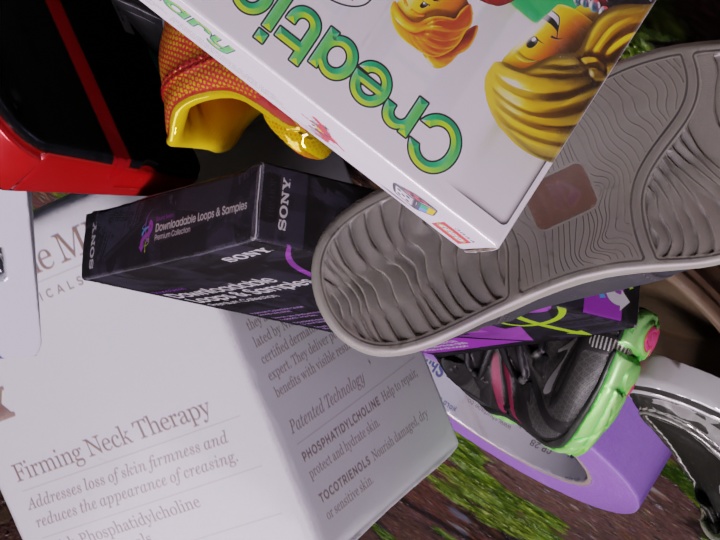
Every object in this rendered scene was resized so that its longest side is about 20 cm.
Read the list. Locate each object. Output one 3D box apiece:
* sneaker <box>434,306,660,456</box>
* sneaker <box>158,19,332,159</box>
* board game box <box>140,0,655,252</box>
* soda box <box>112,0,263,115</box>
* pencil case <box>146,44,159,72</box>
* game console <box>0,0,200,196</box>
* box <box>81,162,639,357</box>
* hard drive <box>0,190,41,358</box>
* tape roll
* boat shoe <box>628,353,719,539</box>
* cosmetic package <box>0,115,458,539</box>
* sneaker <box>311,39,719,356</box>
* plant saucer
[{"bbox_3d":[0.077,0.038,1.036,0.084,0.077,0.200,33,167,-16],"label":"sneaker"},{"bbox_3d":[0.005,-0.083,0.794,0.073,0.078,0.199,4,169,-44],"label":"sneaker"},{"bbox_3d":[-0.004,-0.115,0.668,0.200,0.127,0.035,37,168,-16],"label":"board game box"},{"bbox_3d":[-0.006,-0.092,0.890,0.199,0.071,0.063,26,165,33],"label":"soda box"},{"bbox_3d":[-0.106,-0.073,1.192,0.200,0.085,0.092,37,-173,-17],"label":"pencil case"},{"bbox_3d":[-0.147,-0.122,0.877,0.201,0.031,0.177,65,-162,10],"label":"game console"},{"bbox_3d":[0.000,0.000,0.923,0.199,0.036,0.143,14,165,-33],"label":"box"},{"bbox_3d":[-0.162,-0.081,0.954,0.025,0.201,0.132,-5,142,-8],"label":"hard drive"},{"bbox_3d":[0.090,0.059,1.242,0.199,0.066,0.200,33,168,8],"label":"tape roll"},{"bbox_3d":[0.201,0.114,1.043,0.200,0.064,0.071,36,167,-14],"label":"boat shoe"},{"bbox_3d":[-0.084,0.045,1.074,0.167,0.166,0.201,-20,96,30],"label":"cosmetic package"},{"bbox_3d":[0.082,-0.030,0.763,0.106,0.199,0.075,-30,-78,-81],"label":"sneaker"},{"bbox_3d":[0.105,-0.008,1.033,0.199,0.030,0.200,32,167,8],"label":"plant saucer"}]
